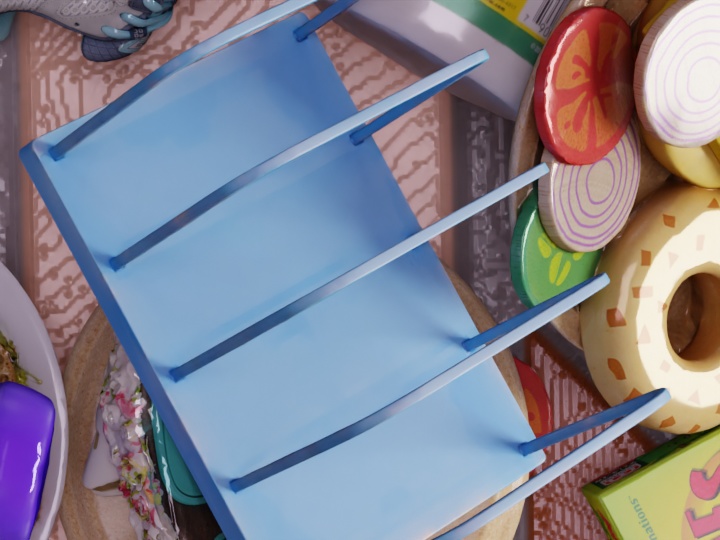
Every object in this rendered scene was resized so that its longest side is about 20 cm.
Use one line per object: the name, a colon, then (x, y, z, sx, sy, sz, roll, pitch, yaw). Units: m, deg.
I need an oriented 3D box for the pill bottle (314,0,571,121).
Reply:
pill bottle: (0.071, -0.171, 1.132, 0.112, 0.113, 0.201, 30, 88, -4)

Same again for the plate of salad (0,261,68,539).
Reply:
plate of salad: (-0.213, 0.067, 1.125, 0.198, 0.048, 0.202, -1, 85, 11)

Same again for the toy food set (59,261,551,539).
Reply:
toy food set: (-0.024, 0.074, 1.151, 0.197, 0.049, 0.201, -31, 92, -4)

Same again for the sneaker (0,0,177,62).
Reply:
sneaker: (-0.084, -0.130, 1.129, 0.199, 0.078, 0.087, -5, 102, 22)

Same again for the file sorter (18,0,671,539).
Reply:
file sorter: (0.000, 0.000, 1.036, 0.138, 0.123, 0.201, -29, 90, -36)

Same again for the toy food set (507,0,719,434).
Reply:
toy food set: (0.136, -0.049, 1.124, 0.200, 0.049, 0.198, -47, 129, -11)

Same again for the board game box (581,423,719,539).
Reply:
board game box: (0.204, 0.088, 1.176, 0.199, 0.048, 0.102, -28, 93, -4)

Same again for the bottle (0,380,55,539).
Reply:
bottle: (-0.213, 0.057, 1.046, 0.199, 0.084, 0.066, 12, 79, -6)

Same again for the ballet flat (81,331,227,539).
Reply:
ballet flat: (-0.073, 0.096, 1.085, 0.064, 0.075, 0.202, -14, 85, 29)
